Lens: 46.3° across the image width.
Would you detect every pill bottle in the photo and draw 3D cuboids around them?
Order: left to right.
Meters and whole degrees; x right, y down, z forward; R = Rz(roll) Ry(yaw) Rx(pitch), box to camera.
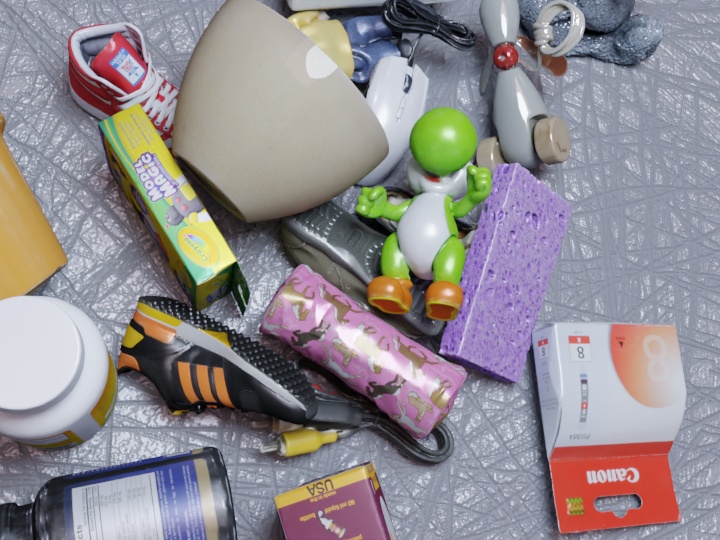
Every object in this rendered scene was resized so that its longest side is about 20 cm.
[{"bbox_3d":[-0.261,0.084,0.690,0.110,0.200,0.112,3,73,-12],"label":"pill bottle"},{"bbox_3d":[-0.207,0.222,0.710,0.198,0.112,0.113,-9,76,-14],"label":"pill bottle"}]

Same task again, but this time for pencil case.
[{"bbox_3d":[0.000,0.074,0.793,0.199,0.087,0.083,33,43,2],"label":"pencil case"}]

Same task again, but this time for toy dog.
[{"bbox_3d":[0.180,-0.193,0.919,0.131,0.096,0.202,15,102,31],"label":"toy dog"}]

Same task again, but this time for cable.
[{"bbox_3d":[-0.006,0.142,0.827,0.198,0.050,0.098,13,55,-21],"label":"cable"}]

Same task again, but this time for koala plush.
[{"bbox_3d":[0.273,-0.349,0.931,0.182,0.200,0.179,-3,75,-13],"label":"koala plush"}]

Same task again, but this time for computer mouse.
[{"bbox_3d":[0.042,-0.181,0.879,0.109,0.044,0.202,21,92,-28],"label":"computer mouse"}]

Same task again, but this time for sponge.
[{"bbox_3d":[0.149,0.005,0.850,0.111,0.030,0.202,28,76,-41],"label":"sponge"}]

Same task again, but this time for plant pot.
[{"bbox_3d":[-0.359,-0.040,0.722,0.200,0.200,0.184,-42,102,-20],"label":"plant pot"},{"bbox_3d":[-0.092,-0.124,0.762,0.200,0.200,0.135,42,81,2],"label":"plant pot"}]

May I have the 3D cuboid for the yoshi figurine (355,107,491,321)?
[{"bbox_3d":[0.063,-0.064,0.767,0.112,0.112,0.202,20,70,-25],"label":"yoshi figurine"}]

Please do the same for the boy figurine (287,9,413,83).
[{"bbox_3d":[-0.043,-0.221,0.898,0.198,0.064,0.125,-17,79,-16],"label":"boy figurine"}]

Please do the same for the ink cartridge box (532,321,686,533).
[{"bbox_3d":[0.260,0.153,0.850,0.161,0.050,0.202,3,70,-24],"label":"ink cartridge box"}]

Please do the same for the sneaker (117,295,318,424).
[{"bbox_3d":[-0.134,0.103,0.774,0.199,0.070,0.091,29,98,13],"label":"sneaker"}]

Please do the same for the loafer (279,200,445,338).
[{"bbox_3d":[0.000,0.000,0.845,0.200,0.070,0.075,39,49,5],"label":"loafer"}]

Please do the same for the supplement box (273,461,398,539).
[{"bbox_3d":[0.000,0.277,0.732,0.085,0.110,0.202,-19,79,1],"label":"supplement box"}]

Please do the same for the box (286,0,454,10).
[{"bbox_3d":[0.006,-0.406,0.882,0.198,0.172,0.200,-7,60,-15],"label":"box"}]

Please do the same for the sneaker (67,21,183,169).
[{"bbox_3d":[-0.196,-0.167,0.822,0.199,0.113,0.072,25,69,-4],"label":"sneaker"}]

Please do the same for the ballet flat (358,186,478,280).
[{"bbox_3d":[0.089,-0.030,0.870,0.199,0.073,0.073,28,70,-4],"label":"ballet flat"}]

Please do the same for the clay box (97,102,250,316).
[{"bbox_3d":[-0.173,-0.043,0.791,0.047,0.115,0.201,-30,82,-17],"label":"clay box"}]
